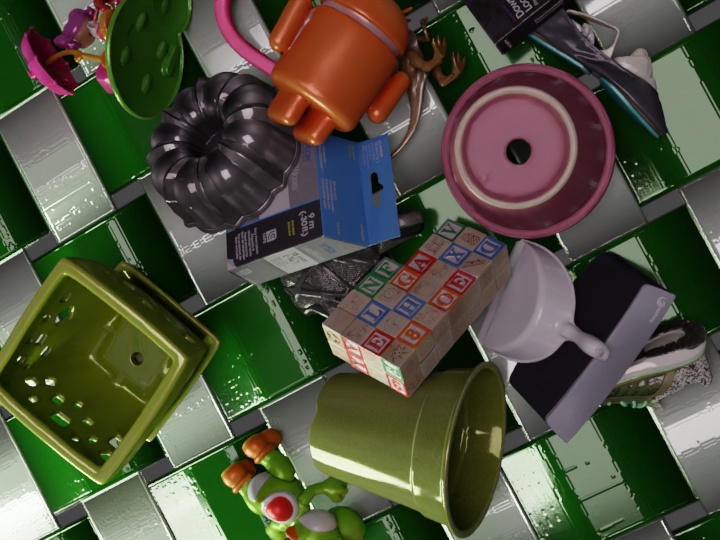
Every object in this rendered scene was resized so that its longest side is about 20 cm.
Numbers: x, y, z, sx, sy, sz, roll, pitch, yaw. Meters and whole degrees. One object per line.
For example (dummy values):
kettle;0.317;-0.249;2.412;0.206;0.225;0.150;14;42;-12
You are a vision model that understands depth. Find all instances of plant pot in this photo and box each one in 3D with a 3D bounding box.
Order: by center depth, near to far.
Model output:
plant pot;0.179;-0.133;1.199;0.200;0.179;0.200;1;94;14
plant pot;0.049;0.193;1.269;0.190;0.200;0.200;5;96;25
plant pot;-0.300;0.110;1.336;0.199;0.181;0.200;38;102;8

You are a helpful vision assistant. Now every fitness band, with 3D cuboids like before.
fitness band;-0.084;-0.305;1.322;0.200;0.037;0.144;34;101;8

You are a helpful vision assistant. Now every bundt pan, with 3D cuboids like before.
bundt pan;-0.172;-0.149;1.289;0.202;0.076;0.202;-13;63;27

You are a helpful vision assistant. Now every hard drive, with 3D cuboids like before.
hard drive;0.251;0.079;1.224;0.042;0.135;0.200;30;100;-27

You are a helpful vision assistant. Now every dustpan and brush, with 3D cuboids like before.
dustpan and brush;0.212;0.056;1.222;0.057;0.200;0.140;19;100;-19

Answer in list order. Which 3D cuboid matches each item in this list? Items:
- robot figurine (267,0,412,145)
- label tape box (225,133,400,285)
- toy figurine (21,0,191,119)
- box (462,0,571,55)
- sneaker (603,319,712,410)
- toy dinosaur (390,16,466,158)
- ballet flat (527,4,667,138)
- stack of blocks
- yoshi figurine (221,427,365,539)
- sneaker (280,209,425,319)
robot figurine;-0.021;-0.236;1.224;0.144;0.117;0.200;33;87;14
label tape box;-0.062;-0.083;1.277;0.200;0.063;0.144;-19;62;24
toy figurine;-0.326;-0.286;1.344;0.184;0.150;0.200;6;64;25
box;0.198;-0.358;1.224;0.200;0.036;0.143;-39;63;15
sneaker;0.313;0.135;1.250;0.200;0.077;0.089;-24;109;22
toy dinosaur;0.067;-0.231;1.291;0.106;0.060;0.200;-9;90;41
ballet flat;0.280;-0.234;1.224;0.200;0.073;0.073;41;103;10
stack of blocks;0.067;0.033;1.240;0.115;0.059;0.200;27;62;33
yoshi figurine;-0.070;0.293;1.355;0.112;0.112;0.200;-36;67;-26
sneaker;0.000;0.000;1.310;0.199;0.076;0.114;-23;91;18
